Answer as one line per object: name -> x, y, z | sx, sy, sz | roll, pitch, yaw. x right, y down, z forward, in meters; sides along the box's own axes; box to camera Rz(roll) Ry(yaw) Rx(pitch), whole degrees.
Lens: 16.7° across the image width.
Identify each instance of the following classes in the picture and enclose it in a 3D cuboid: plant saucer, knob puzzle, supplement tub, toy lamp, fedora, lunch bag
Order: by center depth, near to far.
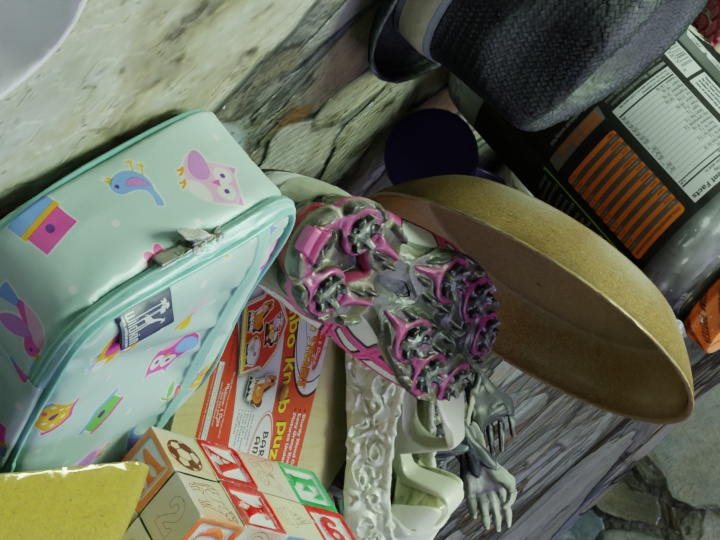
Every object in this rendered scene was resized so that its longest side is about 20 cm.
plant saucer -> -0.212, 0.147, 1.055 | 0.199, 0.049, 0.200 | -3, 156, -39
lunch bag -> -0.114, 0.024, 1.077 | 0.160, 0.077, 0.200 | -29, 163, -39
fedora -> 0.101, -0.135, 1.138 | 0.200, 0.092, 0.201 | -38, 166, -12
plant saucer -> 0.091, 0.008, 1.251 | 0.036, 0.199, 0.200 | -56, 170, -15
knob puzzle -> -0.050, 0.058, 1.269 | 0.219, 0.030, 0.221 | -33, 130, -51
supplement tub -> 0.149, -0.062, 1.274 | 0.122, 0.200, 0.123 | -38, 167, -10
toy lamp -> 0.053, -0.044, 1.386 | 0.058, 0.058, 0.200 | -41, 164, 0

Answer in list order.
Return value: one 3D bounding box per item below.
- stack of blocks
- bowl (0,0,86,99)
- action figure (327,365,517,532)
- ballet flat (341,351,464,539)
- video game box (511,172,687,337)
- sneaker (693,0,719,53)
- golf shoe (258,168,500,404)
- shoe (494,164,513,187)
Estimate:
stack of blocks -> -0.107, 0.174, 1.167 | 0.115, 0.059, 0.200 | 19, 118, -46
bowl -> -0.152, -0.090, 0.623 | 0.199, 0.075, 0.200 | -33, 164, -29
action figure -> 0.036, 0.125, 1.474 | 0.118, 0.103, 0.200 | -19, -175, 24
ballet flat -> 0.024, 0.098, 1.321 | 0.072, 0.071, 0.201 | -29, 128, -41
video game box -> 0.188, -0.027, 1.506 | 0.181, 0.047, 0.201 | -20, 144, -5
sneaker -> 0.223, -0.121, 1.514 | 0.200, 0.074, 0.081 | -53, -163, 38
golf shoe -> 0.000, 0.000, 1.196 | 0.073, 0.092, 0.200 | -56, 143, -4
shoe -> 0.089, -0.035, 1.518 | 0.201, 0.053, 0.070 | -57, 149, 12
